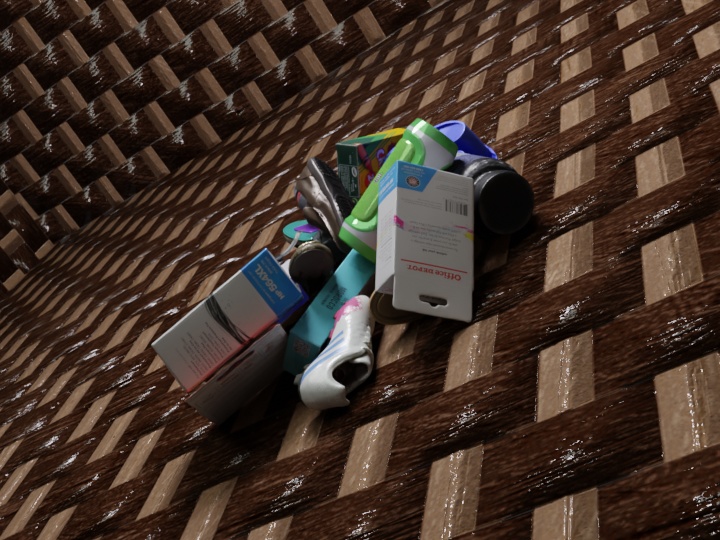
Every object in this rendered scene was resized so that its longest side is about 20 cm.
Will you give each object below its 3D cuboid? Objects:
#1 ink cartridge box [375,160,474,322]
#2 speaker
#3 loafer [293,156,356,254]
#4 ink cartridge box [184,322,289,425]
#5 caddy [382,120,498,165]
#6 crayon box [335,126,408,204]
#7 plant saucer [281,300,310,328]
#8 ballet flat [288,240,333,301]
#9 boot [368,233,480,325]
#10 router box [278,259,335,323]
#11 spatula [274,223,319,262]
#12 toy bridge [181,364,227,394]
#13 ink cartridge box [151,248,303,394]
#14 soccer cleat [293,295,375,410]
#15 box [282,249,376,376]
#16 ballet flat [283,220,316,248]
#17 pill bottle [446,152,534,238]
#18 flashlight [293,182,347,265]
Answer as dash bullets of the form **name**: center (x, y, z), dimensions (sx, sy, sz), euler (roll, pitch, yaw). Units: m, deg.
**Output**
- **ink cartridge box**: center (0.082, -0.027, 1.292), dimensions (0.068, 0.114, 0.203), euler (137, 140, -60)
- **speaker**: center (0.053, -0.110, 1.415), dimensions (0.201, 0.088, 0.088), euler (-56, 18, 3)
- **loafer**: center (-0.046, -0.088, 1.547), dimensions (0.071, 0.073, 0.201), euler (-46, 44, 20)
- **ink cartridge box**: center (-0.166, 0.131, 1.373), dimensions (0.160, 0.050, 0.200), euler (-40, -18, -7)
- **caddy**: center (0.126, -0.148, 1.622), dimensions (0.198, 0.105, 0.143), euler (-20, 44, 29)
- **crayon box**: center (0.043, -0.169, 1.705), dimensions (0.050, 0.129, 0.199), euler (10, 22, 38)
- **plant saucer**: center (-0.168, 0.082, 1.635), dimensions (0.198, 0.033, 0.200), euler (-22, 13, 6)
- **ballet flat**: center (-0.066, -0.004, 1.448), dimensions (0.066, 0.047, 0.200), euler (-13, -20, 2)
- **boot**: center (0.061, 0.010, 1.404), dimensions (0.199, 0.074, 0.154), euler (-33, 16, -26)
- **router box**: center (-0.159, 0.044, 1.589), dimensions (0.178, 0.049, 0.200), euler (-16, 15, 32)
- **spatula**: center (-0.122, -0.036, 1.661), dimensions (0.200, 0.021, 0.056), euler (-41, 32, -29)
- **toy bridge**: center (-0.207, 0.160, 1.567), dimensions (0.198, 0.027, 0.067), euler (-23, 22, 30)
- **ink cartridge box**: center (-0.177, 0.068, 1.370), dimensions (0.199, 0.085, 0.146), euler (-39, 0, -4)
- **soccer cleat**: center (-0.008, 0.108, 1.308), dimensions (0.085, 0.070, 0.201), euler (-3, 37, 32)
- **box**: center (-0.038, 0.060, 1.421), dimensions (0.200, 0.049, 0.083), euler (-53, -15, -44)
- **ballet flat**: center (-0.056, -0.050, 1.740), dimensions (0.198, 0.069, 0.068), euler (-1, 34, 45)
- **pill bottle**: center (0.166, -0.107, 1.433), dimensions (0.111, 0.112, 0.200), euler (-37, 18, -7)
- **flashlight**: center (-0.065, -0.083, 1.635), dimensions (0.201, 0.067, 0.068), euler (-105, 26, -51)
